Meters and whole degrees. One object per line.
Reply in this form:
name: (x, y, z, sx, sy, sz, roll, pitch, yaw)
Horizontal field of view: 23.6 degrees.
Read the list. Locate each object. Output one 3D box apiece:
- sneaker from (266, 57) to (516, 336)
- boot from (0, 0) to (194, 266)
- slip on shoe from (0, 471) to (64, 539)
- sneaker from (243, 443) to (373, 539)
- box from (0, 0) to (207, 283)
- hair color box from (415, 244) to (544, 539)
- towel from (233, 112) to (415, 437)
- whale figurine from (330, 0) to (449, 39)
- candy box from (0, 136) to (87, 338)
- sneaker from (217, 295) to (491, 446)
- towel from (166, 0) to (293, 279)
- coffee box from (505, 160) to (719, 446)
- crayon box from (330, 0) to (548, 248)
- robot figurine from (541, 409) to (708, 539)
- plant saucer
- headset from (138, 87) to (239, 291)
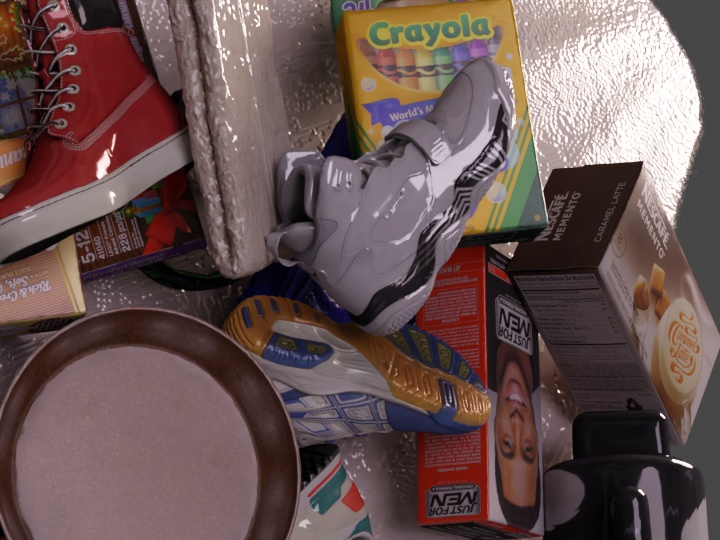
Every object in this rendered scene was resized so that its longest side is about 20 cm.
sneaker: (0.019, -0.067, 1.119, 0.115, 0.075, 0.201, 32, 81, -30)
boot: (-0.186, -0.096, 1.019, 0.145, 0.072, 0.200, 62, 31, -11)
slip on shoe: (-0.197, 0.153, 1.073, 0.199, 0.061, 0.075, 18, 62, -29)
sneaker: (-0.064, 0.208, 1.137, 0.200, 0.070, 0.094, -44, 113, -30)
box: (-0.194, -0.092, 1.138, 0.136, 0.039, 0.201, -17, 82, -5)
hair color box: (0.087, 0.090, 1.256, 0.101, 0.061, 0.202, 25, 61, -57)
towel: (0.000, 0.000, 1.247, 0.148, 0.049, 0.201, 49, 53, -29)
whale figurine: (0.044, -0.157, 1.310, 0.158, 0.104, 0.201, -2, 66, -36)
candy box: (-0.275, -0.012, 1.050, 0.199, 0.055, 0.116, -7, 80, -19)
sneaker: (-0.011, 0.080, 1.167, 0.199, 0.088, 0.076, 18, 35, -18)
towel: (-0.081, -0.099, 1.111, 0.132, 0.034, 0.202, -26, 108, -74)
coffee box: (0.199, 0.028, 1.320, 0.201, 0.079, 0.115, 60, 44, -35)
crayon box: (0.053, -0.116, 1.217, 0.125, 0.052, 0.202, -7, 79, -9)
robot figurine: (0.197, 0.206, 1.263, 0.150, 0.124, 0.202, 16, 66, -42)
plant saucer: (-0.133, 0.123, 1.058, 0.199, 0.034, 0.202, 8, 72, -26)
headset: (-0.104, -0.087, 1.200, 0.123, 0.094, 0.202, 11, 79, -31)
